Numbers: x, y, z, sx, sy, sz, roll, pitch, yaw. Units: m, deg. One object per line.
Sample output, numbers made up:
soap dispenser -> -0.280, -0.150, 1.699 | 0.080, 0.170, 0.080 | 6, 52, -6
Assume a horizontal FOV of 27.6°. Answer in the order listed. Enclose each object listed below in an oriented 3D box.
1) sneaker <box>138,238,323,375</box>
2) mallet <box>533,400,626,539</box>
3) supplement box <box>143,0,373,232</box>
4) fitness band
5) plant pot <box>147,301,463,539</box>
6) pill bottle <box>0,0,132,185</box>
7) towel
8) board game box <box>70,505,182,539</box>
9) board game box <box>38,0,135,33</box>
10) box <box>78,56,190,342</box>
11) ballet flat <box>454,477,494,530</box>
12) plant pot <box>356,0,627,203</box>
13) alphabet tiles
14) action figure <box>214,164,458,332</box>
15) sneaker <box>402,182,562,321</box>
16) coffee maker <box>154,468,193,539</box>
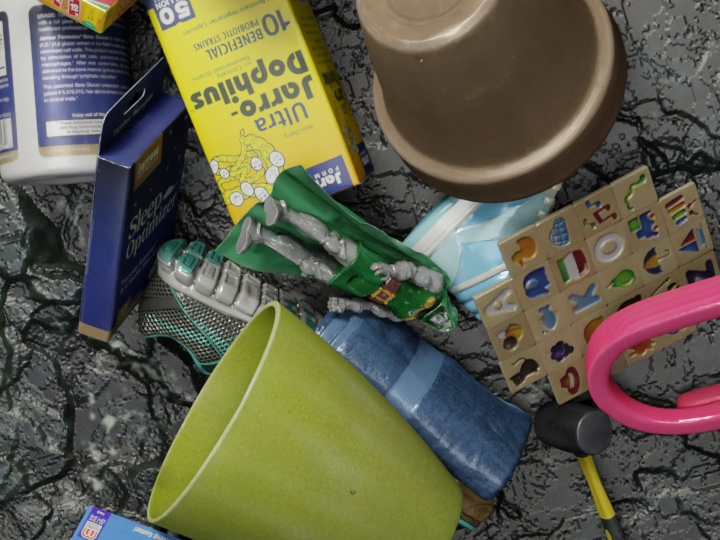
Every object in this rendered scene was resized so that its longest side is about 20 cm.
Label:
sneaker -> -0.098, 0.056, 1.227 | 0.200, 0.078, 0.091 | 33, 112, -10
mallet -> 0.209, 0.199, 1.222 | 0.041, 0.066, 0.201 | -30, 99, -24
supplement box -> -0.078, -0.147, 1.175 | 0.108, 0.110, 0.201 | -21, 97, 10
fitness band -> 0.275, 0.068, 1.158 | 0.199, 0.038, 0.144 | -21, 131, 26
plant pot -> -0.028, 0.154, 1.112 | 0.199, 0.187, 0.188 | 31, 102, -12
pill bottle -> -0.242, -0.173, 1.184 | 0.110, 0.111, 0.201 | -4, 90, 7
towel -> 0.051, 0.096, 1.198 | 0.200, 0.112, 0.049 | 40, 113, 0
board game box -> -0.148, 0.278, 1.167 | 0.151, 0.045, 0.200 | 18, 143, 11
board game box -> -0.192, -0.257, 1.133 | 0.095, 0.200, 0.030 | 28, 129, 3
box -> -0.177, -0.056, 1.160 | 0.032, 0.121, 0.201 | 18, 125, 9
ballet flat -> 0.028, 0.147, 1.240 | 0.199, 0.068, 0.073 | 26, 81, 2
plant pot -> 0.080, -0.174, 1.082 | 0.199, 0.175, 0.201 | -10, 65, 22
alphabet tiles -> 0.192, 0.014, 1.173 | 0.199, 0.006, 0.167 | -28, 121, -5
action figure -> 0.000, 0.000, 1.151 | 0.199, 0.055, 0.118 | 25, 137, -27
sneaker -> 0.143, -0.040, 1.185 | 0.200, 0.080, 0.131 | -42, 91, 21
coffee maker -> -0.076, 0.254, 1.244 | 0.199, 0.135, 0.192 | 25, 142, 3
